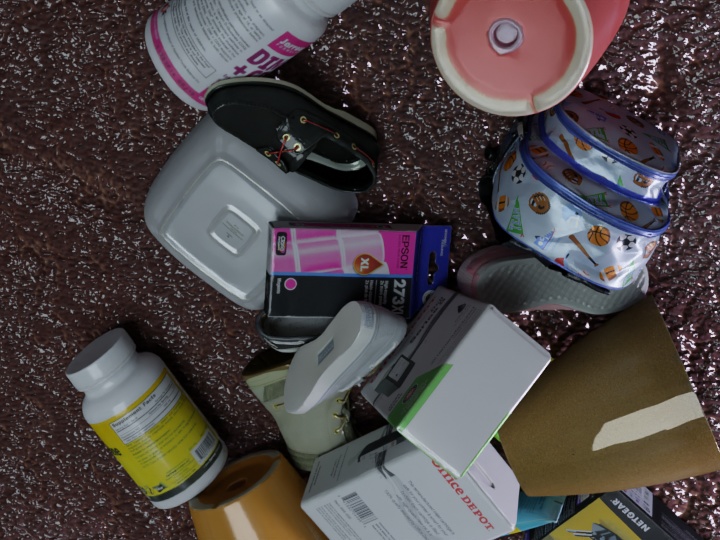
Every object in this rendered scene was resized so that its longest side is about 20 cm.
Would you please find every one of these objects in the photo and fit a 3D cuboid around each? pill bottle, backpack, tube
[{"bbox_3d":[-0.102,-0.251,1.282,0.199,0.114,0.114,-30,108,27],"label":"pill bottle"},{"bbox_3d":[-0.254,0.171,1.557,0.112,0.113,0.201,-26,109,25],"label":"pill bottle"},{"bbox_3d":[0.214,-0.074,1.255,0.198,0.191,0.155,22,125,0],"label":"backpack"},{"bbox_3d":[0.145,0.289,1.543,0.198,0.078,0.051,-18,110,27],"label":"tube"}]

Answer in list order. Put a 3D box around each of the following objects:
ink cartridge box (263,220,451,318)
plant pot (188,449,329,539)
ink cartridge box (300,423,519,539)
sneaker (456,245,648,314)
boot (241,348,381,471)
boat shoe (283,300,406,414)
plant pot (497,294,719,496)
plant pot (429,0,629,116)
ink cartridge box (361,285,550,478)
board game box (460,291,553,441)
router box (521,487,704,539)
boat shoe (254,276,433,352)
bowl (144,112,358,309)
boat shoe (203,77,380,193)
[{"bbox_3d":[0.000,0.000,1.376,0.197,0.037,0.096,0,105,-14],"label":"ink cartridge box"},{"bbox_3d":[-0.107,0.322,1.563,0.198,0.200,0.185,-20,105,23],"label":"plant pot"},{"bbox_3d":[0.058,0.247,1.466,0.199,0.084,0.145,-28,113,28],"label":"ink cartridge box"},{"bbox_3d":[0.194,0.005,1.384,0.197,0.105,0.076,-3,97,-17],"label":"sneaker"},{"bbox_3d":[-0.022,0.151,1.511,0.198,0.072,0.156,-14,114,28],"label":"boot"},{"bbox_3d":[-0.018,0.095,1.392,0.068,0.073,0.200,13,138,-24],"label":"boat shoe"},{"bbox_3d":[0.245,0.152,1.354,0.198,0.187,0.188,-25,111,10],"label":"plant pot"},{"bbox_3d":[0.144,-0.238,1.191,0.198,0.178,0.203,6,120,11],"label":"plant pot"},{"bbox_3d":[0.087,0.103,1.301,0.084,0.200,0.146,38,87,-11],"label":"ink cartridge box"},{"bbox_3d":[0.158,0.120,1.452,0.200,0.048,0.102,41,107,-10],"label":"board game box"},{"bbox_3d":[0.309,0.338,1.545,0.200,0.052,0.157,40,120,-10],"label":"router box"},{"bbox_3d":[-0.018,0.040,1.433,0.197,0.060,0.075,-11,77,11],"label":"boat shoe"},{"bbox_3d":[-0.126,-0.057,1.421,0.199,0.075,0.200,39,121,-11],"label":"bowl"},{"bbox_3d":[-0.064,-0.134,1.315,0.200,0.064,0.074,20,140,-33],"label":"boat shoe"}]
